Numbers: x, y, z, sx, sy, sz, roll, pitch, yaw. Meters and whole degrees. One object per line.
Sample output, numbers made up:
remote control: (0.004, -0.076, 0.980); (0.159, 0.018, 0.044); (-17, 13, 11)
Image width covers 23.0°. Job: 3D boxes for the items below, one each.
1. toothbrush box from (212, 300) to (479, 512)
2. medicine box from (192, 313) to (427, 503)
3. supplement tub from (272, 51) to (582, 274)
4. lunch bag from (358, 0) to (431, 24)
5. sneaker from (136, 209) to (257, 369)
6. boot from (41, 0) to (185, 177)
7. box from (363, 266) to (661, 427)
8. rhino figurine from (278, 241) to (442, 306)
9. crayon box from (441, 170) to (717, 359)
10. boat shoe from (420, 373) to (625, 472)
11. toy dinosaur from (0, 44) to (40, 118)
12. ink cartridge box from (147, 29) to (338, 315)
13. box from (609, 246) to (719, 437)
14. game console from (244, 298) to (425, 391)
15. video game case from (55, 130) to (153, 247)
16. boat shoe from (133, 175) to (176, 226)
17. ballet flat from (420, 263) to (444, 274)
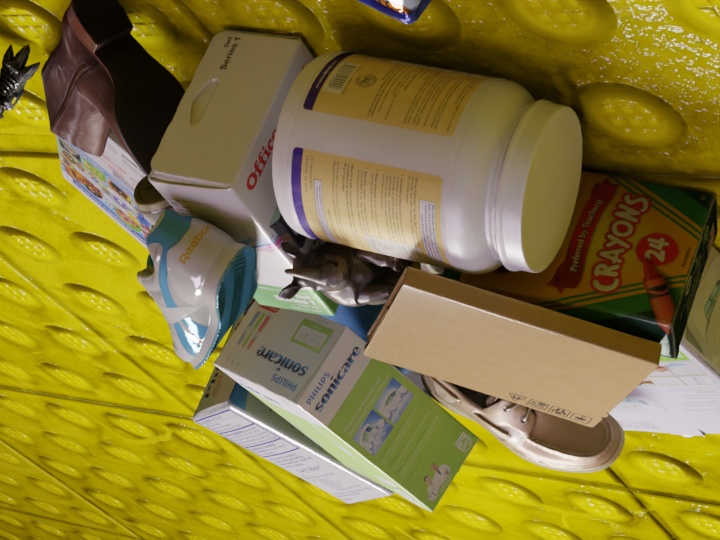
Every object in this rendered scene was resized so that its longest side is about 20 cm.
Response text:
toothbrush box: (-0.012, 0.119, 1.607); (0.200, 0.086, 0.145); (40, 169, -34)
medicine box: (-0.037, 0.107, 1.778); (0.199, 0.183, 0.103); (30, 157, -19)
supplement tub: (0.050, -0.078, 1.315); (0.199, 0.146, 0.146); (13, 156, 24)
lunch bag: (-0.033, -0.258, 1.025); (0.199, 0.124, 0.170); (31, 161, 17)
sneaker: (-0.133, 0.013, 1.425); (0.081, 0.077, 0.200); (31, 154, 7)
boot: (-0.210, -0.124, 1.493); (0.187, 0.064, 0.200); (65, 154, 8)
box: (0.112, 0.061, 1.352); (0.199, 0.021, 0.164); (18, 156, -4)
rhino figurine: (0.000, 0.000, 1.398); (0.087, 0.060, 0.200); (10, -172, 33)
crayon box: (0.161, -0.014, 1.363); (0.199, 0.127, 0.051); (11, 148, 21)
boat shoe: (0.132, 0.115, 1.531); (0.199, 0.072, 0.065); (22, 164, 25)
toy dinosaur: (-0.365, -0.161, 1.534); (0.102, 0.136, 0.200); (36, 117, 5)
ink cartridge box: (-0.067, -0.077, 1.432); (0.084, 0.145, 0.200); (9, 155, 31)
box: (0.245, 0.059, 1.505); (0.176, 0.097, 0.199); (37, 154, -32)
game console: (0.015, 0.058, 1.639); (0.199, 0.119, 0.172); (29, -178, -19)
video game case: (-0.234, -0.092, 1.676); (0.143, 0.018, 0.200); (39, 160, 10)
boat shoe: (-0.140, -0.063, 1.504); (0.074, 0.200, 0.069); (-14, 106, 11)
ballet flat: (0.065, -0.030, 1.529); (0.069, 0.070, 0.200); (17, 158, 14)
